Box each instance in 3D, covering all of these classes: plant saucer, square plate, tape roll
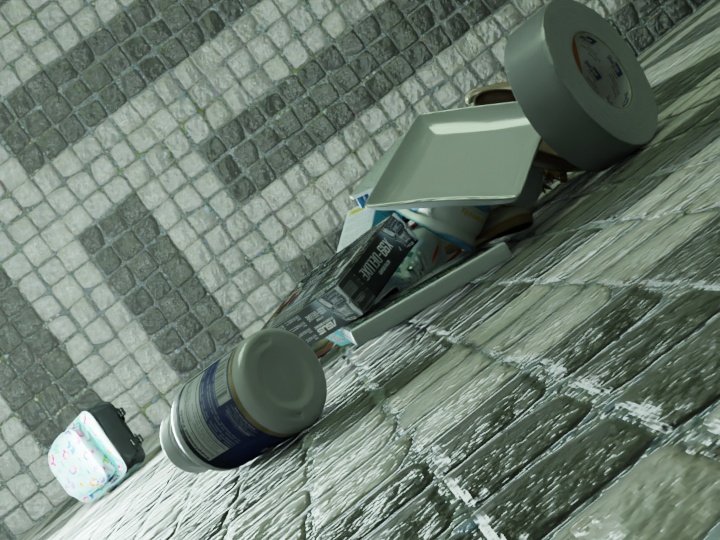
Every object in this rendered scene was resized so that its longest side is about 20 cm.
[{"bbox_3d":[0.238,-0.180,1.355,0.200,0.199,0.037,-40,-28,-54],"label":"plant saucer"},{"bbox_3d":[0.126,-0.134,1.230,0.196,0.029,0.201,-2,39,31],"label":"square plate"},{"bbox_3d":[0.263,-0.220,1.218,0.066,0.201,0.200,-34,4,41],"label":"tape roll"}]

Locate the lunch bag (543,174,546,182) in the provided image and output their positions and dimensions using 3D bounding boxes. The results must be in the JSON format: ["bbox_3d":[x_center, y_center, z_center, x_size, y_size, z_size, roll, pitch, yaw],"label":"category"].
[{"bbox_3d":[0.222,-0.168,1.661,0.200,0.140,0.168,-33,8,46],"label":"lunch bag"}]

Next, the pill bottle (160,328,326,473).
[{"bbox_3d":[-0.133,0.149,1.100,0.200,0.111,0.111,-35,3,43],"label":"pill bottle"}]

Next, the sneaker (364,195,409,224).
[{"bbox_3d":[0.067,-0.096,1.520,0.069,0.083,0.200,-10,7,-21],"label":"sneaker"}]

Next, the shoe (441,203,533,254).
[{"bbox_3d":[0.151,-0.061,1.306,0.069,0.054,0.200,-19,0,-22],"label":"shoe"}]

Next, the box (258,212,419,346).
[{"bbox_3d":[-0.034,0.026,1.293,0.199,0.050,0.158,-33,14,44],"label":"box"}]

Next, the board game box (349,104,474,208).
[{"bbox_3d":[0.102,-0.170,1.452,0.199,0.026,0.200,-20,21,35],"label":"board game box"}]

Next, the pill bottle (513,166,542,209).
[{"bbox_3d":[0.176,-0.109,1.442,0.114,0.114,0.200,-38,2,-13],"label":"pill bottle"}]

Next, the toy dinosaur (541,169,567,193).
[{"bbox_3d":[0.259,-0.175,1.468,0.060,0.107,0.200,-19,34,-14],"label":"toy dinosaur"}]

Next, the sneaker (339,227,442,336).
[{"bbox_3d":[0.060,0.020,1.357,0.200,0.071,0.093,-44,28,-24],"label":"sneaker"}]

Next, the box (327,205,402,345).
[{"bbox_3d":[0.000,0.000,1.450,0.082,0.049,0.202,-21,48,52],"label":"box"}]

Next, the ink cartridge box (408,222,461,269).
[{"bbox_3d":[0.039,0.010,1.585,0.200,0.083,0.147,-35,3,41],"label":"ink cartridge box"}]

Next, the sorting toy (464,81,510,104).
[{"bbox_3d":[0.281,-0.304,1.689,0.198,0.037,0.185,-11,8,18],"label":"sorting toy"}]

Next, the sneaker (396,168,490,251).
[{"bbox_3d":[0.101,-0.087,1.294,0.081,0.076,0.200,-62,30,3],"label":"sneaker"}]

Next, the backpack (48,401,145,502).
[{"bbox_3d":[-0.593,0.411,2.263,0.200,0.178,0.150,-40,-5,36],"label":"backpack"}]

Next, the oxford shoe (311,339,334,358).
[{"bbox_3d":[-0.100,0.120,1.627,0.070,0.075,0.200,-37,2,30],"label":"oxford shoe"}]

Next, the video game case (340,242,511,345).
[{"bbox_3d":[0.070,0.028,1.205,0.199,0.024,0.182,-29,1,-5],"label":"video game case"}]
